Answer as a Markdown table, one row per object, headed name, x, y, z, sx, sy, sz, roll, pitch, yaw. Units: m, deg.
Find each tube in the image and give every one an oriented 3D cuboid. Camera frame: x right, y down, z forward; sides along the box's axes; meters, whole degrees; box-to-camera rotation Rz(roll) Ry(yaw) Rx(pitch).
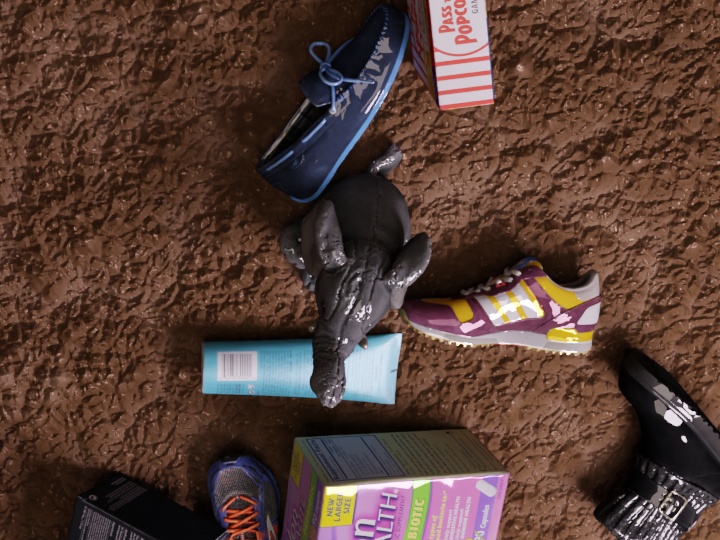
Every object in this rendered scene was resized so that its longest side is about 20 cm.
| name | x | y | z | sx | sy | sz | roll | pitch | yaw |
| --- | --- | --- | --- | --- | --- | --- | --- | --- | --- |
| tube | -0.059 | 0.098 | 1.123 | 0.200 | 0.050 | 0.078 | 2 | 113 | -9 |

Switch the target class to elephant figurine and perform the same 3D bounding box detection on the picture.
| name | x | y | z | sx | sy | sz | roll | pitch | yaw |
| --- | --- | --- | --- | --- | --- | --- | --- | --- | --- |
| elephant figurine | 0.000 | 0.000 | 1.008 | 0.141 | 0.200 | 0.155 | -19 | 109 | 4 |

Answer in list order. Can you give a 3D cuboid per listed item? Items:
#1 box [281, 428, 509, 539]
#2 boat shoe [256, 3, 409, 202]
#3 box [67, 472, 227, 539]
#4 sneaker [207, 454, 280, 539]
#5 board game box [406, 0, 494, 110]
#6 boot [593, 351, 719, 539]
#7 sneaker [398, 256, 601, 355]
| name | x | y | z | sx | sy | sz | roll | pitch | yaw |
| --- | --- | --- | --- | --- | --- | --- | --- | --- | --- |
| box | 0.029 | 0.263 | 1.129 | 0.200 | 0.097 | 0.176 | 1 | 110 | -22 |
| boat shoe | -0.027 | -0.153 | 1.014 | 0.069 | 0.084 | 0.200 | 24 | 104 | -23 |
| box | -0.234 | 0.333 | 1.148 | 0.141 | 0.079 | 0.200 | 24 | 109 | 21 |
| sneaker | -0.114 | 0.282 | 1.164 | 0.075 | 0.078 | 0.200 | -11 | 110 | 0 |
| board game box | 0.069 | -0.229 | 0.933 | 0.046 | 0.200 | 0.152 | -7 | 109 | 0 |
| boot | 0.295 | 0.200 | 1.161 | 0.158 | 0.079 | 0.211 | -40 | 107 | 10 |
| sneaker | 0.137 | 0.027 | 1.100 | 0.200 | 0.075 | 0.090 | 5 | 101 | -12 |
